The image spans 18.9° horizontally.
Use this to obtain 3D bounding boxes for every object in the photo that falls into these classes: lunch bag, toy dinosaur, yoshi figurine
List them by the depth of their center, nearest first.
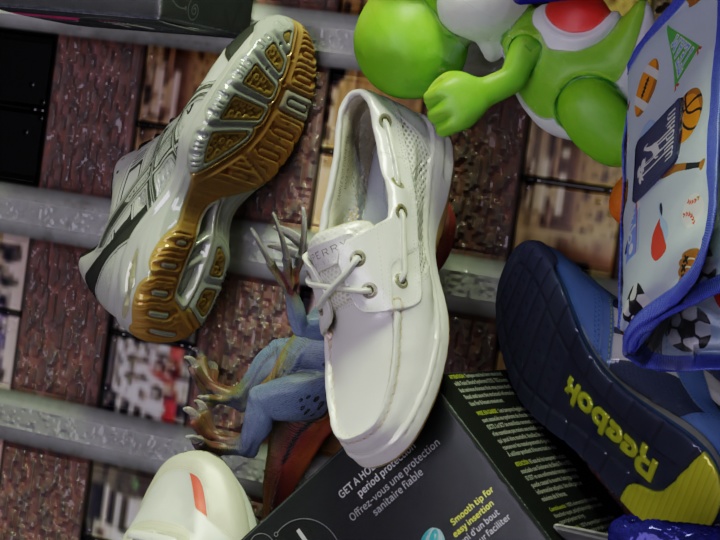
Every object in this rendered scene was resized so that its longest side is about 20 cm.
[{"bbox_3d":[0.202,-0.052,0.960,0.199,0.124,0.171,-16,54,35],"label":"lunch bag"},{"bbox_3d":[0.077,-0.099,1.109,0.200,0.112,0.112,38,74,1],"label":"yoshi figurine"},{"bbox_3d":[-0.012,0.037,1.207,0.181,0.105,0.200,-24,113,14],"label":"toy dinosaur"}]

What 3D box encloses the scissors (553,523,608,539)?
[{"bbox_3d":[0.194,0.150,1.061,0.200,0.014,0.073,32,117,-13],"label":"scissors"}]

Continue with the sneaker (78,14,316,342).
[{"bbox_3d":[-0.101,-0.063,1.232,0.088,0.076,0.201,31,93,42],"label":"sneaker"}]

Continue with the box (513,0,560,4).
[{"bbox_3d":[0.160,-0.224,0.995,0.183,0.200,0.105,-6,65,-4],"label":"box"}]

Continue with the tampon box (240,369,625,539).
[{"bbox_3d":[0.064,0.174,1.118,0.150,0.126,0.200,-43,72,18],"label":"tampon box"}]

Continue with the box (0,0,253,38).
[{"bbox_3d":[-0.128,-0.239,1.228,0.122,0.106,0.201,7,93,26],"label":"box"}]

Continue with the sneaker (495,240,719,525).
[{"bbox_3d":[0.142,0.059,1.119,0.200,0.082,0.074,52,137,35],"label":"sneaker"}]

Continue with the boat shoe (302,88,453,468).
[{"bbox_3d":[0.000,0.000,1.085,0.071,0.069,0.201,-23,51,37],"label":"boat shoe"}]

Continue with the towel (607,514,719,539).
[{"bbox_3d":[0.176,0.215,0.985,0.147,0.050,0.201,6,94,8],"label":"towel"}]

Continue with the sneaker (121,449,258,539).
[{"bbox_3d":[-0.111,0.178,1.120,0.070,0.093,0.200,1,64,27],"label":"sneaker"}]
